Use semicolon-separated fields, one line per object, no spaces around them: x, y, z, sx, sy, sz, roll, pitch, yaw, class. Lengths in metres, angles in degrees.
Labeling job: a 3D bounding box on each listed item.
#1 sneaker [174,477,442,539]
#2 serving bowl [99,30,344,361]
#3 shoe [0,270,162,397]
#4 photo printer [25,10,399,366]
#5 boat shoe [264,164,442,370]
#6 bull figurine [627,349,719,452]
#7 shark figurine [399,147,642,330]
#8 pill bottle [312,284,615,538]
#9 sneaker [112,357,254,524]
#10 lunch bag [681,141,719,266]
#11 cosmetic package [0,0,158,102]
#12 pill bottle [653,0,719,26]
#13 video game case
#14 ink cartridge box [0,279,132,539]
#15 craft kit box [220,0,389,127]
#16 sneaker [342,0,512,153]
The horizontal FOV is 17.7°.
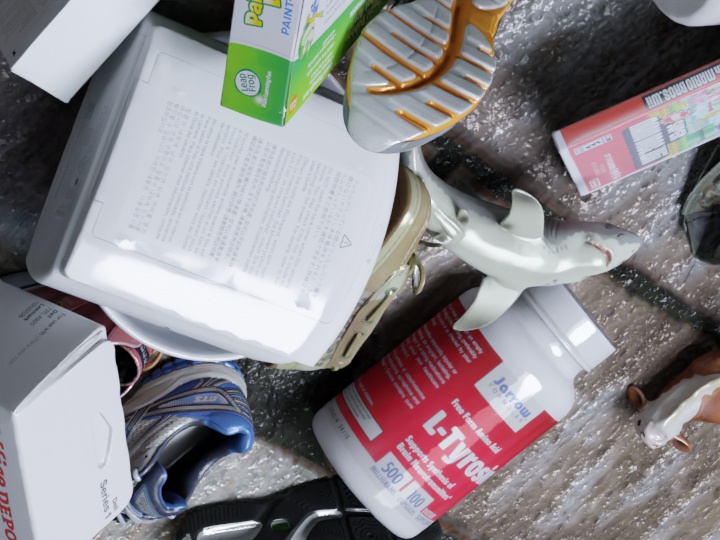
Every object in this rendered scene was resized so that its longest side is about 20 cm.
-0.044;0.219;1.695;0.200;0.076;0.115;-4;137;-17;sneaker
-0.094;-0.048;1.407;0.200;0.066;0.200;-6;102;-28;serving bowl
-0.139;0.034;1.458;0.200;0.091;0.072;-14;132;-19;shoe
-0.075;-0.041;1.341;0.200;0.069;0.167;21;88;-31;photo printer
0.000;0.000;1.496;0.063;0.073;0.200;12;144;-24;boat shoe
0.300;0.084;1.755;0.200;0.065;0.121;-13;165;-30;bull figurine
0.068;-0.051;1.509;0.128;0.090;0.214;-39;122;19;shark figurine
0.074;0.085;1.607;0.200;0.112;0.112;-40;135;6;pill bottle
-0.158;0.133;1.537;0.200;0.085;0.077;-34;135;1;sneaker
0.336;-0.058;1.613;0.164;0.200;0.118;-12;88;-23;lunch bag
-0.126;-0.194;1.279;0.200;0.083;0.051;-46;134;13;cosmetic package
0.286;-0.216;1.471;0.200;0.112;0.112;-7;130;-23;pill bottle
0.227;-0.109;1.521;0.200;0.017;0.143;-24;167;6;video game case
-0.241;0.073;1.351;0.084;0.200;0.145;-45;146;-38;ink cartridge box
-0.009;-0.210;1.272;0.048;0.200;0.198;17;126;14;craft kit box
0.037;-0.123;1.364;0.078;0.200;0.077;36;132;-2;sneaker
